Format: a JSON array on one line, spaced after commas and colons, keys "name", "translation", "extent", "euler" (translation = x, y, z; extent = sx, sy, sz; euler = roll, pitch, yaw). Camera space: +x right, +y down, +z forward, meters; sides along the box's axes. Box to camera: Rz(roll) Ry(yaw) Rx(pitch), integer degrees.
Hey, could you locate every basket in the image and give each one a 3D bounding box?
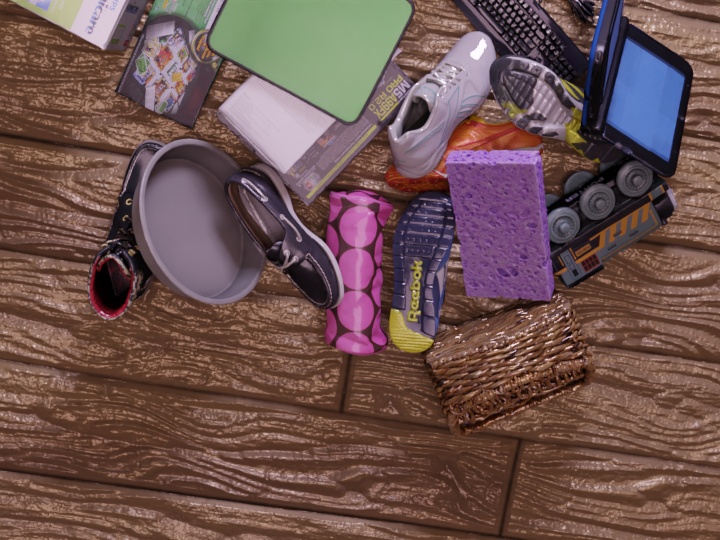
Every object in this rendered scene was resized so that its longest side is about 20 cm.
[{"name": "basket", "translation": [0.192, 0.133, 1.326], "extent": [0.199, 0.143, 0.150], "euler": [-21, 101, 2]}]

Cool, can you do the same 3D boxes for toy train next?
[{"name": "toy train", "translation": [0.300, -0.067, 1.328], "extent": [0.199, 0.085, 0.114], "euler": [-33, 113, 2]}]

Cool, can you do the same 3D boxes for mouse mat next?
[{"name": "mouse mat", "translation": [-0.056, -0.278, 1.206], "extent": [0.199, 0.008, 0.162], "euler": [28, 96, -6]}]

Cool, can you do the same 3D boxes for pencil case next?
[{"name": "pencil case", "translation": [0.000, 0.000, 1.320], "extent": [0.093, 0.090, 0.201], "euler": [-7, 105, -42]}]

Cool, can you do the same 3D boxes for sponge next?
[{"name": "sponge", "translation": [0.170, -0.052, 1.283], "extent": [0.111, 0.030, 0.201], "euler": [4, 128, 23]}]

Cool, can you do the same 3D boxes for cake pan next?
[{"name": "cake pan", "translation": [-0.192, -0.054, 1.258], "extent": [0.037, 0.200, 0.201], "euler": [-16, 105, 37]}]

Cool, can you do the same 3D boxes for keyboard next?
[{"name": "keyboard", "translation": [0.209, -0.318, 1.300], "extent": [0.127, 0.021, 0.200], "euler": [-44, 101, 6]}]

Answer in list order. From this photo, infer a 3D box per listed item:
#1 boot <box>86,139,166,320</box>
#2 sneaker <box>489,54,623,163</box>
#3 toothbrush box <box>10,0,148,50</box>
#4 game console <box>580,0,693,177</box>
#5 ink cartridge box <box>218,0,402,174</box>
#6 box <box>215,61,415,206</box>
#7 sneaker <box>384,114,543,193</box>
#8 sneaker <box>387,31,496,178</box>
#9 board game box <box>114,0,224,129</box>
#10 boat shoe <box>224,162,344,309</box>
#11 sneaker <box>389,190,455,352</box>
[{"name": "boot", "translation": [-0.267, -0.047, 1.259], "extent": [0.073, 0.154, 0.205], "euler": [14, 101, -4]}, {"name": "sneaker", "translation": [0.231, -0.198, 1.284], "extent": [0.199, 0.085, 0.075], "euler": [30, 111, -20]}, {"name": "toothbrush box", "translation": [-0.350, -0.332, 1.203], "extent": [0.199, 0.146, 0.086], "euler": [26, 99, -8]}, {"name": "game console", "translation": [0.329, -0.240, 1.226], "extent": [0.118, 0.201, 0.171], "euler": [11, 145, 13]}, {"name": "ink cartridge box", "translation": [-0.059, -0.222, 1.245], "extent": [0.109, 0.050, 0.200], "euler": [44, 95, -8]}, {"name": "box", "translation": [-0.053, -0.205, 1.296], "extent": [0.160, 0.044, 0.200], "euler": [43, 96, -10]}, {"name": "sneaker", "translation": [0.124, -0.146, 1.315], "extent": [0.199, 0.073, 0.078], "euler": [-16, 77, -1]}, {"name": "sneaker", "translation": [0.099, -0.207, 1.261], "extent": [0.070, 0.080, 0.201], "euler": [25, 77, 26]}, {"name": "board game box", "translation": [-0.209, -0.284, 1.283], "extent": [0.104, 0.023, 0.201], "euler": [26, 99, -6]}, {"name": "boat shoe", "translation": [-0.093, -0.035, 1.272], "extent": [0.074, 0.060, 0.201], "euler": [-29, 92, 38]}, {"name": "sneaker", "translation": [0.075, 0.000, 1.332], "extent": [0.073, 0.082, 0.201], "euler": [11, 91, 10]}]
